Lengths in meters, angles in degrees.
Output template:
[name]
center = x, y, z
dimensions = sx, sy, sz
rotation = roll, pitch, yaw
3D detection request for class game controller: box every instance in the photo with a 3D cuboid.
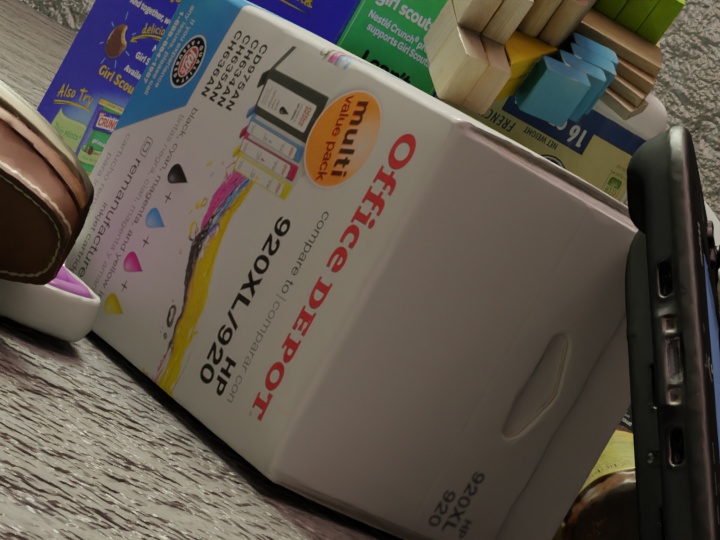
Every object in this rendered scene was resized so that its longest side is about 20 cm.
[game controller]
center = 0.111, 0.053, 0.747
dimensions = 0.042, 0.200, 0.104
rotation = -2, -30, 4

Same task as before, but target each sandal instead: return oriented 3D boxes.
[sandal]
center = -0.149, -0.029, 0.894
dimensions = 0.082, 0.050, 0.203
rotation = 25, 7, -40

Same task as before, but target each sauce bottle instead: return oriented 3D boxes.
[sauce bottle]
center = 0.107, 0.099, 0.967
dimensions = 0.066, 0.066, 0.200
rotation = 29, 7, -4

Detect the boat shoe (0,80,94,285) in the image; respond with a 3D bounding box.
[boat shoe]
center = -0.192, -0.046, 0.771
dimensions = 0.200, 0.076, 0.074
rotation = 26, 37, 2

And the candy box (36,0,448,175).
[candy box]
center = -0.061, -0.079, 1.050
dimensions = 0.077, 0.200, 0.169
rotation = 24, 7, -45

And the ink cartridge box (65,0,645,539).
[ink cartridge box]
center = 0.000, 0.000, 0.884
dimensions = 0.145, 0.147, 0.200
rotation = 25, 5, -39

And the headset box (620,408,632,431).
[headset box]
center = 0.167, 0.101, 1.256
dimensions = 0.200, 0.075, 0.149
rotation = 25, 6, -44

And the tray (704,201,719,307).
[tray]
center = 0.152, 0.070, 0.855
dimensions = 0.107, 0.022, 0.200
rotation = 91, -14, -52

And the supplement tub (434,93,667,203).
[supplement tub]
center = 0.041, -0.027, 1.094
dimensions = 0.144, 0.200, 0.144
rotation = 29, 6, -3

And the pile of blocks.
[pile of blocks]
center = 0.099, -0.111, 0.976
dimensions = 0.082, 0.062, 0.200
rotation = 40, 30, 10
